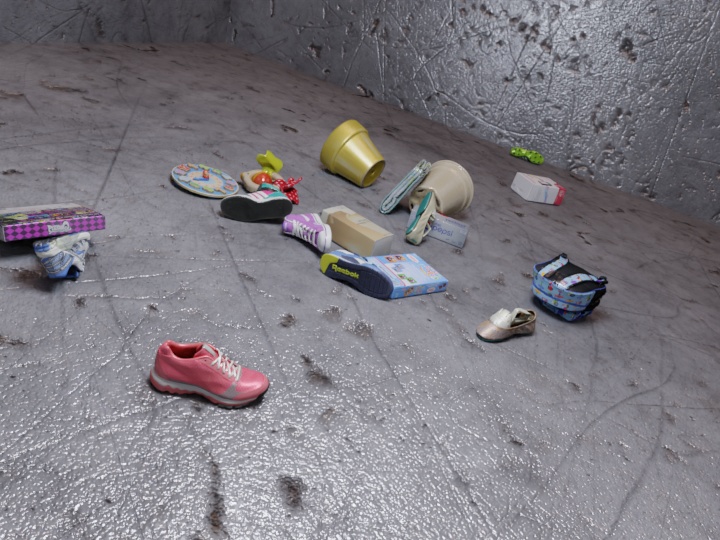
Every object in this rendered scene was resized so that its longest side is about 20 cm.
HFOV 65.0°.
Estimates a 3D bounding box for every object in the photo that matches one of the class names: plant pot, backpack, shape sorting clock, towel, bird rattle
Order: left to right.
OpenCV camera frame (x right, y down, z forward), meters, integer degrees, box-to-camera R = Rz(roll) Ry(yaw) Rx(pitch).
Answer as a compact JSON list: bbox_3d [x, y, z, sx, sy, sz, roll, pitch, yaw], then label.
[{"bbox_3d":[-0.460,-0.271,1.681,0.197,0.040,0.201,14,27,-7],"label":"shape sorting clock"},{"bbox_3d":[-0.284,-0.270,1.767,0.161,0.114,0.201,-17,54,-31],"label":"bird rattle"},{"bbox_3d":[-0.016,-0.413,2.073,0.189,0.202,0.200,44,33,14],"label":"plant pot"},{"bbox_3d":[0.154,-0.288,1.928,0.048,0.200,0.171,45,27,-3],"label":"towel"},{"bbox_3d":[0.265,-0.258,1.956,0.199,0.203,0.183,29,39,22],"label":"plant pot"},{"bbox_3d":[0.568,0.052,1.590,0.198,0.136,0.182,-10,38,-44],"label":"backpack"}]

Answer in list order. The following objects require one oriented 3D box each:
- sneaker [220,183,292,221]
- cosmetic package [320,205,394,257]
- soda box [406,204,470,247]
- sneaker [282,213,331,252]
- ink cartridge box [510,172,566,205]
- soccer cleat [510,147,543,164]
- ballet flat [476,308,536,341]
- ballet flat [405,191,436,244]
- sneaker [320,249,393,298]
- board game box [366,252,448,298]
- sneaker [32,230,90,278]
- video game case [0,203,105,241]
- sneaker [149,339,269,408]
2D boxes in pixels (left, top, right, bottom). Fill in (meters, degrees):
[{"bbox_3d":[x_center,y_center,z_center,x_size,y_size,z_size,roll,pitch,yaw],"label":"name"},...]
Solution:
[{"bbox_3d":[-0.298,-0.197,1.596,0.197,0.085,0.121,-1,24,-18],"label":"sneaker"},{"bbox_3d":[-0.014,-0.107,1.606,0.199,0.072,0.105,31,29,25],"label":"cosmetic package"},{"bbox_3d":[0.256,-0.146,1.855,0.197,0.064,0.068,22,26,8],"label":"soda box"},{"bbox_3d":[-0.150,-0.101,1.525,0.112,0.074,0.200,1,20,-23],"label":"sneaker"},{"bbox_3d":[0.823,-0.378,2.615,0.197,0.087,0.148,6,29,-25],"label":"ink cartridge box"},{"bbox_3d":[0.970,-0.673,3.290,0.197,0.068,0.081,21,14,8],"label":"soccer cleat"},{"bbox_3d":[0.366,0.126,1.404,0.198,0.068,0.068,-6,34,-38],"label":"ballet flat"},{"bbox_3d":[0.201,-0.161,1.778,0.069,0.070,0.201,23,58,12],"label":"ballet flat"},{"bbox_3d":[0.000,0.000,1.415,0.198,0.075,0.082,27,26,15],"label":"sneaker"},{"bbox_3d":[0.115,0.010,1.505,0.198,0.037,0.151,-6,36,-38],"label":"board game box"},{"bbox_3d":[-0.584,-0.026,1.119,0.076,0.087,0.200,-13,10,-6],"label":"sneaker"},{"bbox_3d":[-0.674,-0.106,1.193,0.180,0.036,0.199,16,20,38],"label":"video game case"},{"bbox_3d":[-0.245,0.166,0.934,0.197,0.088,0.074,12,28,-12],"label":"sneaker"}]
